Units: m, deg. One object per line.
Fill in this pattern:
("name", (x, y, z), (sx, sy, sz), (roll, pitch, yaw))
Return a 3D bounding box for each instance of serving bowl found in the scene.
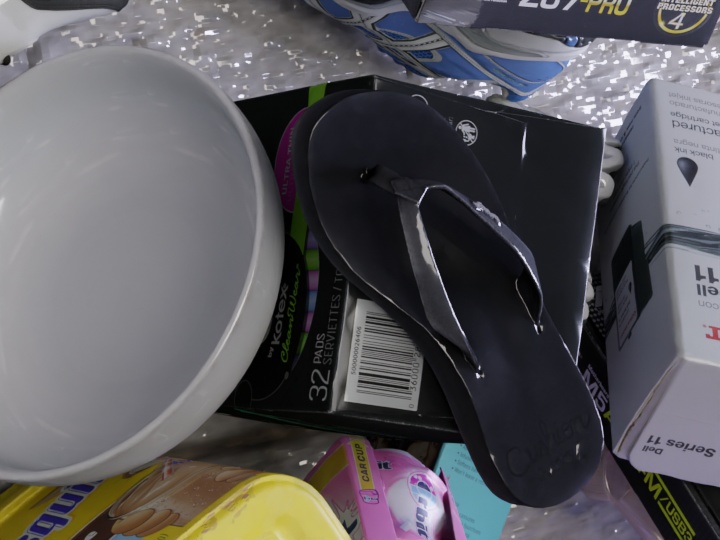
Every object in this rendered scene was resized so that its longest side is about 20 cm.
("serving bowl", (-0.114, 0.004, 1.023), (0.066, 0.200, 0.200), (36, 70, -55))

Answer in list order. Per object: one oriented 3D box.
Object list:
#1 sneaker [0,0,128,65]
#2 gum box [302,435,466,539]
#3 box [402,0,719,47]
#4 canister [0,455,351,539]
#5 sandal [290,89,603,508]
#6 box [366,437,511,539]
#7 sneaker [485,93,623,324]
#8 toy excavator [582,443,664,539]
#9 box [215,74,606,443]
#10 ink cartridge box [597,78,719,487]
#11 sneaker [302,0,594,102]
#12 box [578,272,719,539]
("sneaker", (-0.197, -0.100, 1.038), (0.200, 0.074, 0.080), (-15, 100, -20))
("gum box", (-0.023, 0.180, 1.038), (0.066, 0.114, 0.200), (24, 117, -26))
("box", (0.065, -0.183, 1.115), (0.161, 0.200, 0.049), (1, 128, -26))
("canister", (-0.104, 0.142, 1.003), (0.149, 0.200, 0.087), (-40, 108, -23))
("sandal", (0.046, 0.007, 0.948), (0.076, 0.043, 0.200), (-41, 108, -23))
("box", (0.015, 0.159, 1.134), (0.049, 0.082, 0.200), (27, 76, -25))
("sneaker", (0.072, -0.011, 1.149), (0.081, 0.075, 0.200), (33, 40, -15))
("toy excavator", (0.230, 0.154, 1.253), (0.200, 0.100, 0.195), (-15, 95, -19))
("box", (0.000, 0.000, 1.062), (0.124, 0.200, 0.149), (11, 84, -28))
("ink cartridge box", (0.202, 0.012, 1.165), (0.147, 0.083, 0.200), (13, 45, -12))
("sneaker", (0.016, -0.135, 1.145), (0.200, 0.077, 0.076), (21, 53, -7))
("box", (0.221, 0.072, 1.207), (0.200, 0.048, 0.193), (-9, 54, -28))
